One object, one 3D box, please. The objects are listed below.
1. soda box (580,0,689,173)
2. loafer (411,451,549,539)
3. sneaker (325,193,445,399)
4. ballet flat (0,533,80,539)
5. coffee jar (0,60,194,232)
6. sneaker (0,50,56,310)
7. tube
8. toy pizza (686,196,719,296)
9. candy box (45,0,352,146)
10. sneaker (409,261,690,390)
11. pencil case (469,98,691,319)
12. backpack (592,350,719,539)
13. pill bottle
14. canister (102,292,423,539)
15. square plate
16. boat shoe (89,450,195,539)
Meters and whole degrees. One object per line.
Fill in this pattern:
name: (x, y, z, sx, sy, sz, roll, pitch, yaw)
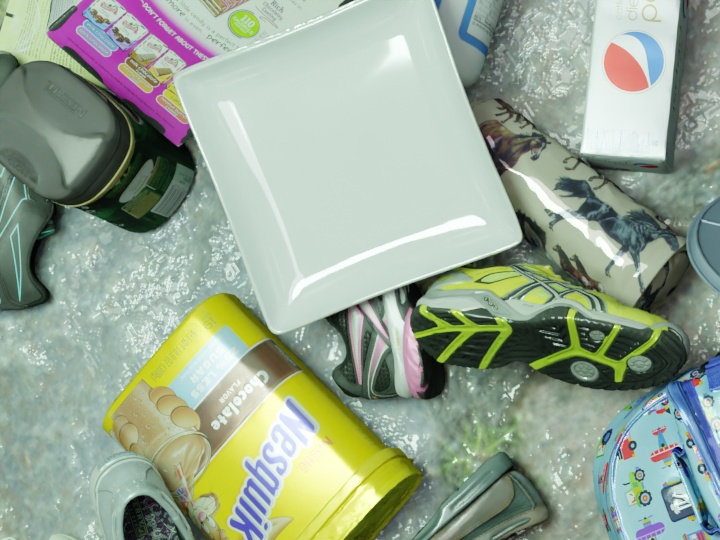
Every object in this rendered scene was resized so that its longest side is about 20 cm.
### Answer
soda box: (0.202, -0.175, 1.675, 0.063, 0.068, 0.202, 6, 85, 13)
loafer: (0.051, 0.220, 1.668, 0.063, 0.072, 0.200, 45, 93, 8)
sneaker: (0.000, 0.000, 1.699, 0.086, 0.080, 0.202, -11, 79, 17)
ballet flat: (-0.242, 0.226, 1.736, 0.198, 0.067, 0.063, -11, 72, 11)
coffee jar: (-0.198, -0.089, 1.689, 0.104, 0.200, 0.086, 38, 93, 14)
sneaker: (-0.269, -0.066, 1.778, 0.079, 0.075, 0.202, 5, 93, 2)
tube: (-0.187, -0.168, 1.777, 0.199, 0.052, 0.058, 19, 56, 16)
toy pizza: (0.321, -0.001, 1.585, 0.199, 0.200, 0.032, 13, 124, 14)
candy box: (-0.107, -0.200, 1.646, 0.200, 0.061, 0.136, -37, 120, 23)
sneaker: (0.136, 0.029, 1.622, 0.199, 0.076, 0.077, 11, 48, 20)
pencil case: (0.146, -0.039, 1.670, 0.200, 0.090, 0.078, 38, 64, 14)
backpack: (0.256, 0.145, 1.596, 0.199, 0.134, 0.184, -20, 79, 13)
pill bottle: (0.047, -0.197, 1.689, 0.111, 0.112, 0.201, 18, 86, 14)
canister: (-0.075, 0.133, 1.695, 0.200, 0.086, 0.149, 44, 99, 15)
square plate: (-0.008, -0.080, 1.637, 0.197, 0.028, 0.201, -20, 94, 13)
boat shoe: (-0.140, 0.226, 1.660, 0.070, 0.072, 0.202, -24, 118, -9)
